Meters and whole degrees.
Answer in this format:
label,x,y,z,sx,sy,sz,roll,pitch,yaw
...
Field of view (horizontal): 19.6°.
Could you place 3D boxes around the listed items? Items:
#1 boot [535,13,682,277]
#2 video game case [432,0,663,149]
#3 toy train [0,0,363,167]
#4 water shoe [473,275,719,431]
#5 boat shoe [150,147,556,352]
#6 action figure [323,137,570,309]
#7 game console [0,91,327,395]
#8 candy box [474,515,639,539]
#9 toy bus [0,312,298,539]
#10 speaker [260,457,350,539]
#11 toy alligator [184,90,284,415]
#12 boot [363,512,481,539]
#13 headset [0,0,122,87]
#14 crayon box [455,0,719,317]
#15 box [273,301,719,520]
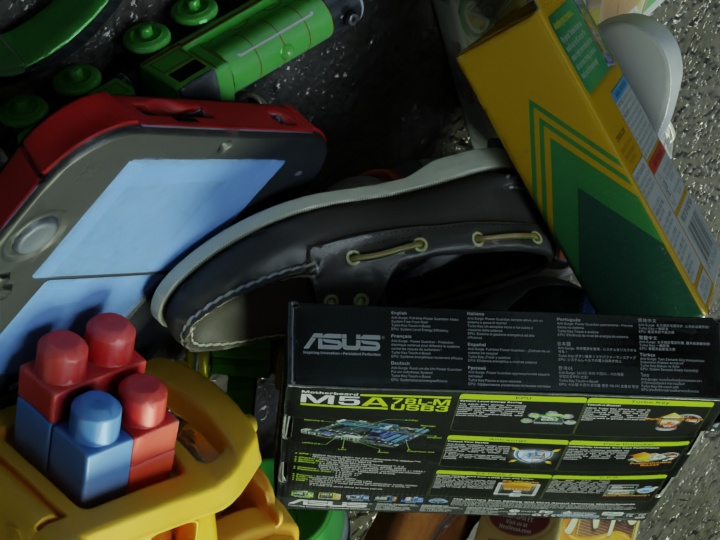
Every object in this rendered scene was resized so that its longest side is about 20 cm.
label,x,y,z,sx,sy,sz,roll,pitch,yaw
boot,0.146,-0.085,1.188,0.095,0.073,0.201,-40,164,-39
video game case,0.116,-0.186,1.139,0.200,0.023,0.183,-43,141,-20
toy train,-0.078,-0.092,0.951,0.199,0.056,0.042,-34,138,-28
water shoe,0.129,0.049,1.096,0.199,0.079,0.072,1,112,-47
boat shoe,0.000,0.000,0.989,0.200,0.061,0.072,-20,153,-22
action figure,0.038,0.017,1.131,0.193,0.105,0.200,32,102,-33
game console,-0.113,-0.006,0.927,0.177,0.031,0.199,-51,158,22
candy box,0.117,0.150,1.218,0.115,0.055,0.202,43,61,-56
toy bus,-0.110,0.107,0.987,0.199,0.135,0.193,-17,129,-43
speaker,-0.036,0.199,1.188,0.088,0.088,0.201,-37,139,-26
toy alligator,-0.056,-0.004,1.050,0.054,0.059,0.202,-85,179,-65
boot,0.057,0.160,1.208,0.189,0.068,0.201,70,31,-47
headset,-0.120,-0.153,0.825,0.123,0.094,0.201,-18,140,-42
crayon box,0.111,-0.069,1.050,0.051,0.201,0.126,-27,-174,18
box,0.058,0.072,1.000,0.194,0.198,0.048,97,-6,-65
